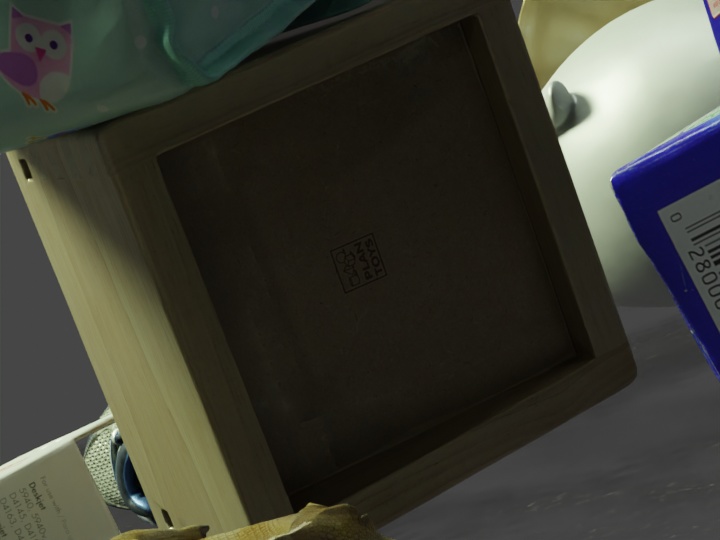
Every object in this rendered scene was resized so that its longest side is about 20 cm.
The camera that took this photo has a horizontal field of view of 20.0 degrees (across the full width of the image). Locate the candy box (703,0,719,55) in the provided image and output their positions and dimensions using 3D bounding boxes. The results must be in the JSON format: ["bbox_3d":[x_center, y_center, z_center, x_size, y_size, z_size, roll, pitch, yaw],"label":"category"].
[{"bbox_3d":[0.221,-0.138,0.682,0.198,0.078,0.169,-18,-1,-1],"label":"candy box"}]

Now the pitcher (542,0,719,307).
[{"bbox_3d":[0.094,-0.044,0.843,0.170,0.122,0.200,16,-28,-32],"label":"pitcher"}]

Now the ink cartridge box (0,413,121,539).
[{"bbox_3d":[-0.171,0.131,0.825,0.199,0.067,0.116,-27,1,-39],"label":"ink cartridge box"}]

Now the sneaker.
[{"bbox_3d":[-0.100,0.090,1.041,0.085,0.077,0.199,-32,4,-39],"label":"sneaker"}]

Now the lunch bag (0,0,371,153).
[{"bbox_3d":[-0.079,-0.120,0.666,0.169,0.123,0.200,-13,19,35],"label":"lunch bag"}]

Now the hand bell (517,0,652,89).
[{"bbox_3d":[0.178,-0.086,0.903,0.104,0.199,0.105,-38,-36,-35],"label":"hand bell"}]

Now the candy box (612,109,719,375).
[{"bbox_3d":[0.170,-0.044,0.467,0.168,0.078,0.200,-28,-2,26],"label":"candy box"}]

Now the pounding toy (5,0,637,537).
[{"bbox_3d":[0.000,0.000,0.738,0.199,0.186,0.142,-26,13,-25],"label":"pounding toy"}]

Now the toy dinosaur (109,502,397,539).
[{"bbox_3d":[-0.082,0.098,0.532,0.199,0.059,0.101,-27,2,-37],"label":"toy dinosaur"}]
